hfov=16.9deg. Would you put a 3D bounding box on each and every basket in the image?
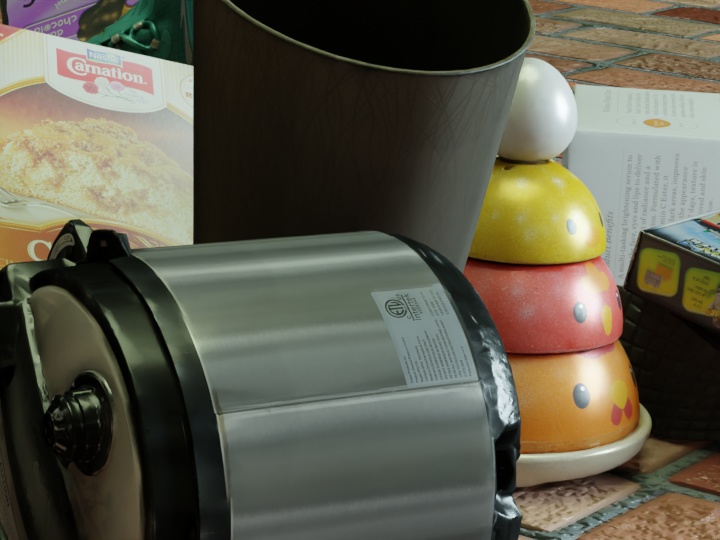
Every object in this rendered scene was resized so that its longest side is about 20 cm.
[{"bbox_3d":[-0.012,-0.038,1.078,0.136,0.200,0.180,-10,35,-29],"label":"basket"}]

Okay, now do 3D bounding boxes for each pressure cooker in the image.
[{"bbox_3d":[-0.059,0.072,0.935,0.200,0.179,0.176,-6,20,-29],"label":"pressure cooker"}]

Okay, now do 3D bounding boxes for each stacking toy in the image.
[{"bbox_3d":[0.076,-0.005,1.195,0.146,0.200,0.146,2,15,0],"label":"stacking toy"}]

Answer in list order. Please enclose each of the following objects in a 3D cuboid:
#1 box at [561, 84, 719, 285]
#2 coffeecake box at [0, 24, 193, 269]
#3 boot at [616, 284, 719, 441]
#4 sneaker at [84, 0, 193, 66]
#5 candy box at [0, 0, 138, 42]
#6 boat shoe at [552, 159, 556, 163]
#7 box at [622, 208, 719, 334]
[{"bbox_3d":[0.229,-0.049,1.562,0.200,0.106,0.152,4,16,6],"label":"box"},{"bbox_3d":[-0.135,-0.018,1.207,0.153,0.073,0.200,10,48,-22],"label":"coffeecake box"},{"bbox_3d":[0.214,0.054,1.282,0.200,0.070,0.132,25,22,31],"label":"boot"},{"bbox_3d":[-0.126,-0.104,1.316,0.080,0.200,0.078,1,57,-34],"label":"sneaker"},{"bbox_3d":[-0.121,-0.104,1.454,0.168,0.200,0.072,-17,-27,15],"label":"candy box"},{"bbox_3d":[0.030,-0.059,1.447,0.200,0.071,0.064,19,23,33],"label":"boat shoe"},{"bbox_3d":[0.245,0.025,1.222,0.200,0.035,0.110,25,21,28],"label":"box"}]
